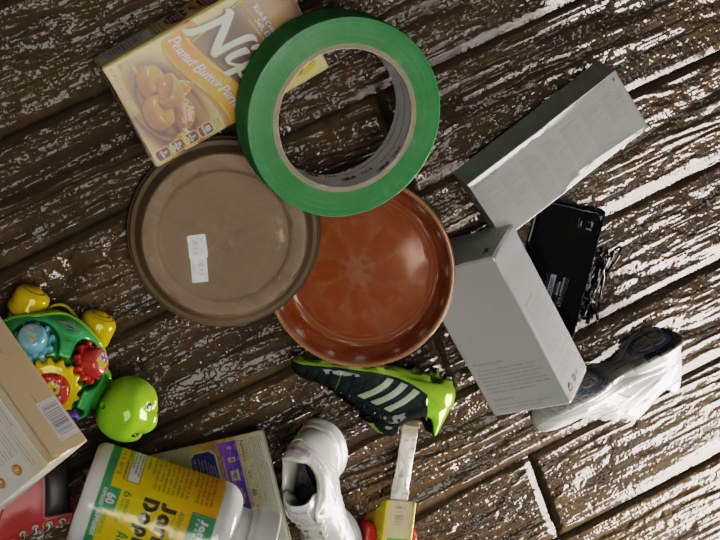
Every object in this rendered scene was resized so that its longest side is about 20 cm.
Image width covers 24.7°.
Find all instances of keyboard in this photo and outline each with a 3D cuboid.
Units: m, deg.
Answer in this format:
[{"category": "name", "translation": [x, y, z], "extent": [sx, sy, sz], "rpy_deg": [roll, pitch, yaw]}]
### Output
[{"category": "keyboard", "translation": [0.225, 0.019, 1.844], "extent": [0.104, 0.040, 0.201], "rpy_deg": [14, 107, 1]}]

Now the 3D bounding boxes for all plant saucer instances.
[{"category": "plant saucer", "translation": [0.000, 0.000, 1.716], "extent": [0.199, 0.032, 0.201], "rpy_deg": [1, 97, 6]}, {"category": "plant saucer", "translation": [-0.138, -0.037, 1.671], "extent": [0.199, 0.029, 0.201], "rpy_deg": [-2, 104, -8]}]

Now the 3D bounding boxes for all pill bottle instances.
[{"category": "pill bottle", "translation": [-0.187, 0.256, 1.667], "extent": [0.199, 0.113, 0.113], "rpy_deg": [19, 103, -6]}]

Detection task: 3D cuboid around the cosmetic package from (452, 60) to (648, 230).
[{"category": "cosmetic package", "translation": [0.203, -0.130, 1.763], "extent": [0.200, 0.051, 0.083], "rpy_deg": [-37, 120, -3]}]

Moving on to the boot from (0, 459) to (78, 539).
[{"category": "boot", "translation": [-0.368, 0.284, 1.713], "extent": [0.144, 0.072, 0.201], "rpy_deg": [9, 103, -23]}]

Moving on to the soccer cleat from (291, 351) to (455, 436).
[{"category": "soccer cleat", "translation": [0.013, 0.135, 1.786], "extent": [0.199, 0.067, 0.081], "rpy_deg": [14, 96, -26]}]

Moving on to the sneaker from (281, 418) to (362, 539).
[{"category": "sneaker", "translation": [-0.053, 0.267, 1.793], "extent": [0.075, 0.100, 0.201], "rpy_deg": [-1, 109, 26]}]

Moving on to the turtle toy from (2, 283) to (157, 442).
[{"category": "turtle toy", "translation": [-0.297, 0.111, 1.653], "extent": [0.199, 0.101, 0.146], "rpy_deg": [22, 101, -24]}]

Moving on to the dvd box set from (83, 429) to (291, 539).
[{"category": "dvd box set", "translation": [-0.182, 0.261, 1.744], "extent": [0.199, 0.029, 0.147], "rpy_deg": [-12, 74, -15]}]

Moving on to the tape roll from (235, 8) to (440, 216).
[{"category": "tape roll", "translation": [-0.022, -0.155, 1.618], "extent": [0.200, 0.048, 0.201], "rpy_deg": [-7, 111, -18]}]

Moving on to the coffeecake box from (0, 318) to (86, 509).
[{"category": "coffeecake box", "translation": [-0.386, 0.164, 1.581], "extent": [0.200, 0.073, 0.154], "rpy_deg": [-38, 87, 26]}]

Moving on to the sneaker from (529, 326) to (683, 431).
[{"category": "sneaker", "translation": [0.289, 0.143, 1.884], "extent": [0.199, 0.075, 0.087], "rpy_deg": [-23, 120, -9]}]

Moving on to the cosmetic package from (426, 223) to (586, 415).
[{"category": "cosmetic package", "translation": [0.154, 0.055, 1.775], "extent": [0.101, 0.074, 0.200], "rpy_deg": [-13, 117, 33]}]

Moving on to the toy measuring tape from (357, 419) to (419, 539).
[{"category": "toy measuring tape", "translation": [0.031, 0.267, 1.858], "extent": [0.073, 0.074, 0.201], "rpy_deg": [9, 84, -22]}]

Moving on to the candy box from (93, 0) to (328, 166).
[{"category": "candy box", "translation": [-0.146, -0.204, 1.613], "extent": [0.200, 0.055, 0.116], "rpy_deg": [-31, 117, -6]}]
